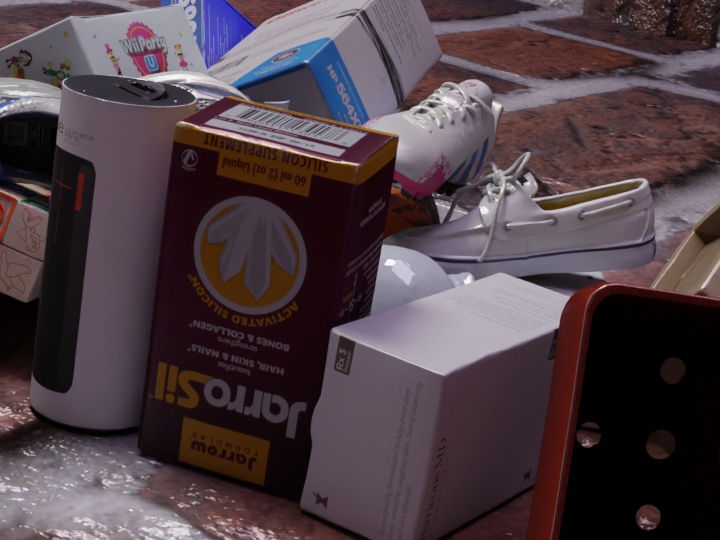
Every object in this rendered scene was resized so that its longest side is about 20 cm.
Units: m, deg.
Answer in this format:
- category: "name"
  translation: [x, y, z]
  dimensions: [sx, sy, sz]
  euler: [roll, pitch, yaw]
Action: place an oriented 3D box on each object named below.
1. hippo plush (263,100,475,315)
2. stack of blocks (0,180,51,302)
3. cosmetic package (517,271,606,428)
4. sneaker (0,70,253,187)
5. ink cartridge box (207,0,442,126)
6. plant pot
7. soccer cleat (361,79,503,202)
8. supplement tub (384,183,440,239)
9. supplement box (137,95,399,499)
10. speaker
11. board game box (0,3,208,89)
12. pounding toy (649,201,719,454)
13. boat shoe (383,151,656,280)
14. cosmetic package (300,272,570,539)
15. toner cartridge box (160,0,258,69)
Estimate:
- category: "hippo plush"
  translation: [0.000, 0.000, 1.071]
  dimensions: [0.160, 0.201, 0.159]
  euler: [26, 44, 22]
- category: "stack of blocks"
  translation: [-0.218, -0.026, 1.112]
  dimensions: [0.114, 0.059, 0.200]
  euler: [23, 5, 0]
- category: "cosmetic package"
  translation: [0.127, 0.039, 1.187]
  dimensions: [0.101, 0.072, 0.200]
  euler: [9, 18, -6]
- category: "sneaker"
  translation: [-0.160, -0.078, 1.037]
  dimensions: [0.198, 0.078, 0.085]
  euler: [-3, 20, -3]
- category: "ink cartridge box"
  translation: [-0.042, -0.140, 1.244]
  dimensions: [0.145, 0.085, 0.200]
  euler: [-16, 20, 32]
- category: "plant pot"
  translation: [0.176, 0.106, 0.829]
  dimensions: [0.198, 0.202, 0.176]
  euler: [8, 6, -6]
- category: "soccer cleat"
  translation: [0.052, -0.100, 1.155]
  dimensions: [0.070, 0.087, 0.200]
  euler: [37, 12, 10]
- category: "supplement tub"
  translation: [-0.008, -0.044, 1.284]
  dimensions: [0.122, 0.124, 0.200]
  euler: [6, 19, -14]
- category: "supplement box"
  translation: [-0.054, 0.014, 0.944]
  dimensions: [0.110, 0.202, 0.086]
  euler: [14, 19, 13]
- category: "speaker"
  translation: [-0.147, -0.013, 0.974]
  dimensions: [0.081, 0.202, 0.081]
  euler: [9, 17, -3]
- category: "board game box"
  translation: [-0.231, -0.124, 1.177]
  dimensions: [0.199, 0.065, 0.147]
  euler: [-20, 3, 27]
- category: "pounding toy"
  translation: [0.263, 0.034, 1.048]
  dimensions: [0.142, 0.200, 0.184]
  euler: [40, 60, 1]
- category: "boat shoe"
  translation: [0.110, -0.042, 1.153]
  dimensions: [0.200, 0.087, 0.075]
  euler: [-4, 17, -3]
- category: "cosmetic package"
  translation: [0.057, 0.077, 0.962]
  dimensions: [0.081, 0.114, 0.200]
  euler: [19, 21, 28]
- category: "toner cartridge box"
  translation: [-0.118, -0.119, 1.308]
  dimensions: [0.043, 0.202, 0.095]
  euler: [-13, -25, 24]
